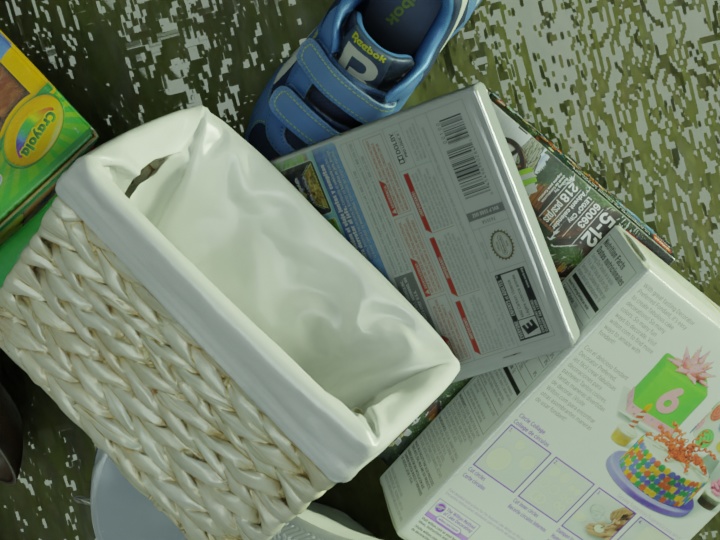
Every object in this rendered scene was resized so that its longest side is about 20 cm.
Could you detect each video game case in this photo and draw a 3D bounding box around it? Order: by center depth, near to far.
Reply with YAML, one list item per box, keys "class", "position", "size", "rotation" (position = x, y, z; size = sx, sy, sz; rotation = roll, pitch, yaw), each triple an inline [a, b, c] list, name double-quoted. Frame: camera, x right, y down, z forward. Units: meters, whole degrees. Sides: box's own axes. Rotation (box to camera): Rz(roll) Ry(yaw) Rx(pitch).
- class: "video game case"
  position: [0.000, 0.000, 0.937]
  size: [0.200, 0.018, 0.144]
  rotation: [-19, 98, 24]

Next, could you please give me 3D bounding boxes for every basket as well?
- class: "basket"
  position: [-0.073, 0.036, 0.891]
  size: [0.200, 0.136, 0.123]
  rotation: [44, 118, 5]

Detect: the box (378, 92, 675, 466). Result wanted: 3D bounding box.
- class: "box"
  position: [0.061, 0.019, 1.004]
  size: [0.137, 0.038, 0.200]
  rotation: [40, 104, -2]

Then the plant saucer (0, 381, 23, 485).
- class: "plant saucer"
  position: [-0.258, 0.041, 0.992]
  size: [0.200, 0.200, 0.032]
  rotation: [44, 71, -3]

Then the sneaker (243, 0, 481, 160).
- class: "sneaker"
  position: [-0.007, -0.104, 0.964]
  size: [0.074, 0.082, 0.200]
  rotation: [34, 106, -2]

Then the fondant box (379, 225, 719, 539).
- class: "fondant box"
  position: [0.130, 0.096, 0.976]
  size: [0.144, 0.058, 0.200]
  rotation: [36, 106, -25]

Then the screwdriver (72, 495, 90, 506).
- class: "screwdriver"
  position: [-0.075, 0.157, 1.059]
  size: [0.199, 0.028, 0.029]
  rotation: [18, 74, 4]

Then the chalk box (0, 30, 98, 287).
- class: "chalk box"
  position: [-0.226, -0.061, 0.962]
  size: [0.200, 0.124, 0.124]
  rotation: [45, 76, -3]

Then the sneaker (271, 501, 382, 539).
- class: "sneaker"
  position: [0.014, 0.179, 0.980]
  size: [0.200, 0.116, 0.074]
  rotation: [28, 91, 16]

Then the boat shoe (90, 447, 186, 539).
- class: "boat shoe"
  position: [-0.113, 0.071, 1.026]
  size: [0.073, 0.065, 0.201]
  rotation: [13, 98, -15]
